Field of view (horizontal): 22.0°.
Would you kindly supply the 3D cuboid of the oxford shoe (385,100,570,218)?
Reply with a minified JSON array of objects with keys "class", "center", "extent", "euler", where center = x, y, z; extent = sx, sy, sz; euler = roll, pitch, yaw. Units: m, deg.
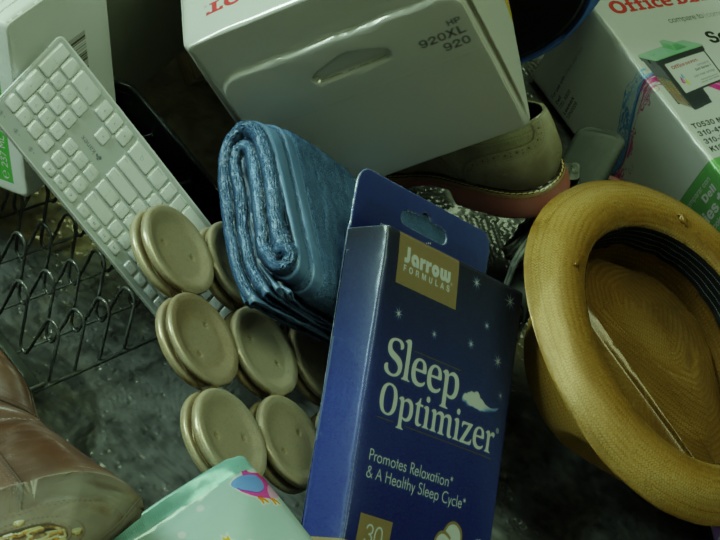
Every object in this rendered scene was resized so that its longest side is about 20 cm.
[{"class":"oxford shoe","center":[0.029,-0.091,1.096],"extent":[0.199,0.075,0.071],"euler":[11,47,22]}]

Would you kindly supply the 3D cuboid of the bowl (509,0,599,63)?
[{"class":"bowl","center":[0.064,-0.212,1.170],"extent":[0.200,0.201,0.039],"euler":[24,45,-4]}]

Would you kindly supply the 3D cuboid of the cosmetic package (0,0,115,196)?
[{"class":"cosmetic package","center":[-0.233,-0.128,0.975],"extent":[0.199,0.108,0.085],"euler":[18,41,24]}]

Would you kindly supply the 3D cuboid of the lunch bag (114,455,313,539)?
[{"class":"lunch bag","center":[-0.086,0.203,0.787],"extent":[0.200,0.122,0.171],"euler":[-27,67,-32]}]

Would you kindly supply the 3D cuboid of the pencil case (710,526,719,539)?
[{"class":"pencil case","center":[0.235,0.125,1.035],"extent":[0.084,0.086,0.201],"euler":[13,45,-26]}]

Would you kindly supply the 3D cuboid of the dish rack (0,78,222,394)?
[{"class":"dish rack","center":[-0.167,-0.012,0.984],"extent":[0.200,0.055,0.153],"euler":[-24,63,-39]}]

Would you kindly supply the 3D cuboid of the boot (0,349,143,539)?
[{"class":"boot","center":[-0.208,0.088,0.794],"extent":[0.186,0.065,0.200],"euler":[-12,24,-23]}]

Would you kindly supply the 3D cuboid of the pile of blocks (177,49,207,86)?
[{"class":"pile of blocks","center":[-0.110,-0.204,1.163],"extent":[0.062,0.082,0.200],"euler":[-16,59,-35]}]

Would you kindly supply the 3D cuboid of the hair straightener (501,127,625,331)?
[{"class":"hair straightener","center":[0.110,-0.032,1.124],"extent":[0.041,0.077,0.200],"euler":[19,44,25]}]

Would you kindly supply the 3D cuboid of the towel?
[{"class":"towel","center":[0.000,0.000,0.991],"extent":[0.200,0.048,0.112],"euler":[28,41,-46]}]

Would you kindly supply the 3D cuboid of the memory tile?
[{"class":"memory tile","center":[-0.039,0.046,0.949],"extent":[0.200,0.017,0.154],"euler":[15,51,-54]}]

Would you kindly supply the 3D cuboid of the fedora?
[{"class":"fedora","center":[0.150,0.052,1.003],"extent":[0.200,0.082,0.201],"euler":[17,56,-26]}]

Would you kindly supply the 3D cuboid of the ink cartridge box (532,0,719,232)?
[{"class":"ink cartridge box","center":[0.232,-0.098,1.232],"extent":[0.144,0.084,0.200],"euler":[-13,57,-34]}]

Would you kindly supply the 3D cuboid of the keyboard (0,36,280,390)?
[{"class":"keyboard","center":[-0.110,-0.025,0.940],"extent":[0.056,0.011,0.200],"euler":[-48,120,-21]}]

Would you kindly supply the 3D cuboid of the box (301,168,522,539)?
[{"class":"box","center":[0.030,0.058,0.934],"extent":[0.121,0.032,0.201],"euler":[25,67,-47]}]

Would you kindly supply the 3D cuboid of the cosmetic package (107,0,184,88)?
[{"class":"cosmetic package","center":[-0.159,-0.187,1.034],"extent":[0.073,0.200,0.104],"euler":[-42,73,-17]}]

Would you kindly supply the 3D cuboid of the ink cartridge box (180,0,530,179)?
[{"class":"ink cartridge box","center":[-0.006,-0.170,1.027],"extent":[0.147,0.145,0.201],"euler":[-19,48,16]}]
